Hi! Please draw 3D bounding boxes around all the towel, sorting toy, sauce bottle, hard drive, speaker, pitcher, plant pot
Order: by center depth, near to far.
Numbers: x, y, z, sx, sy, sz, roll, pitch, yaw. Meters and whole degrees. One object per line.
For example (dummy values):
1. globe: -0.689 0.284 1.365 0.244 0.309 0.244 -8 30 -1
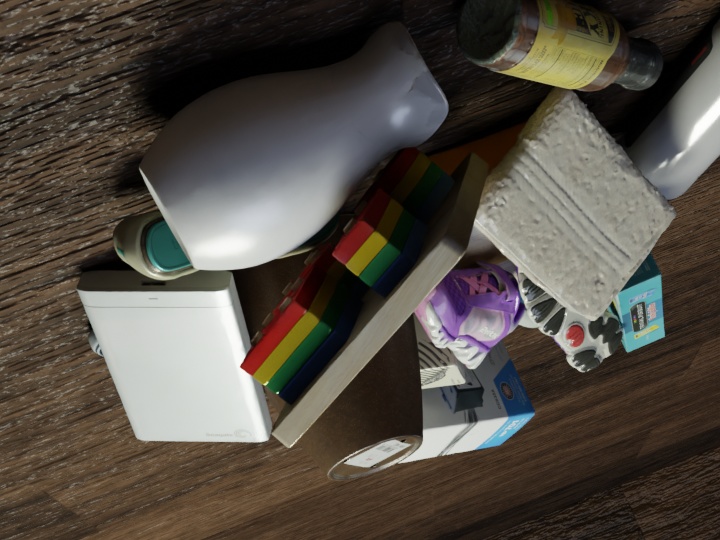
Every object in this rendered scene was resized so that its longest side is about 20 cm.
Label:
1. pitcher: -0.050 -0.080 0.794 0.199 0.122 0.172 -30 173 -10
2. sorting toy: 0.000 0.000 0.829 0.200 0.069 0.199 -50 -174 24
3. sauce bottle: 0.157 -0.169 0.831 0.199 0.065 0.065 1 147 -45
4. towel: 0.179 -0.051 0.930 0.133 0.034 0.200 -52 129 -1
5. speaker: 0.309 -0.150 0.977 0.080 0.082 0.200 -9 153 -27
6. hard drive: -0.159 0.080 0.978 0.130 0.027 0.201 0 135 9
7. plant pot: -0.019 0.083 1.029 0.185 0.201 0.187 -18 155 -9

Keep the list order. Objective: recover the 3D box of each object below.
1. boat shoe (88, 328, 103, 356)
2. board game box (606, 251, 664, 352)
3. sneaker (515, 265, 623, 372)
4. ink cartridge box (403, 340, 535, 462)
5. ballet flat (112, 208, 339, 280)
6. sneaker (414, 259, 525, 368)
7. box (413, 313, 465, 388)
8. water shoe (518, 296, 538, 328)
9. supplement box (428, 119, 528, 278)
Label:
1. boat shoe: -0.166 0.095 1.061 0.071 0.092 0.199 -36 152 28
2. board game box: 0.250 -0.019 1.109 0.047 0.152 0.200 -24 156 7
3. sneaker: 0.180 0.023 1.046 0.081 0.083 0.200 -41 138 -7
4. ink cartridge box: 0.082 0.132 1.280 0.199 0.147 0.086 -2 148 -38
5. ballet flat: -0.108 -0.035 0.885 0.199 0.070 0.070 -11 155 -41
6. sneaker: 0.096 0.024 0.992 0.088 0.081 0.200 -32 157 11
7. box: 0.007 0.091 1.163 0.198 0.069 0.082 -9 159 12
8. water shoe: 0.147 0.008 1.206 0.199 0.071 0.079 11 112 -48
9. supplement box: 0.128 -0.048 1.039 0.125 0.074 0.200 -20 154 -4
